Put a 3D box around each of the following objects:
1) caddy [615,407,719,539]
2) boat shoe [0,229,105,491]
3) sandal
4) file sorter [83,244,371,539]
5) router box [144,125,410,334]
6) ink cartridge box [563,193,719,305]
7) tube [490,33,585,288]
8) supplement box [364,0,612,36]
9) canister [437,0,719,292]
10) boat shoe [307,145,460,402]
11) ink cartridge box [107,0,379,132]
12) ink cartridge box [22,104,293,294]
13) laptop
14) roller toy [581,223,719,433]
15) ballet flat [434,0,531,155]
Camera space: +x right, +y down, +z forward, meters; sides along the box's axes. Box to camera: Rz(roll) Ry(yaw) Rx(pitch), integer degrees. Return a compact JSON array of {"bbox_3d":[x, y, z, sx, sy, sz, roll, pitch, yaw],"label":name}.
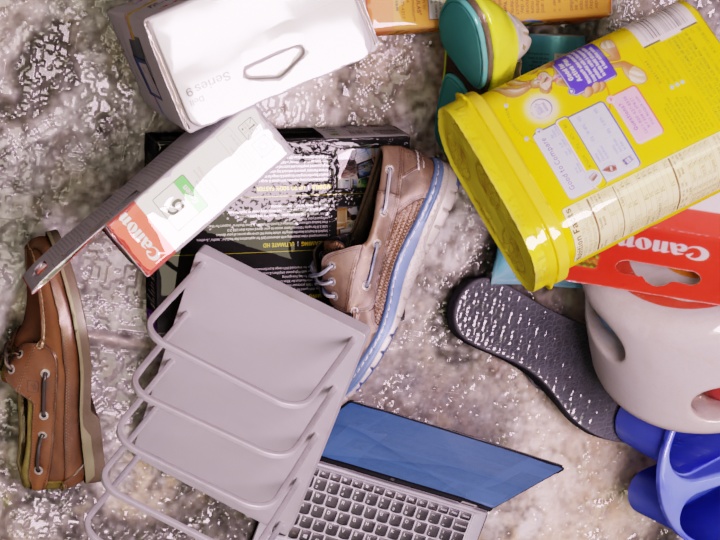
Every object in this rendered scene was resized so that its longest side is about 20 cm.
[{"bbox_3d":[0.305,0.139,1.481,0.199,0.105,0.142,-23,111,-27],"label":"caddy"},{"bbox_3d":[-0.237,0.072,1.357,0.068,0.072,0.201,-10,103,-13],"label":"boat shoe"},{"bbox_3d":[0.157,0.067,1.485,0.200,0.043,0.076,37,81,-14],"label":"sandal"},{"bbox_3d":[-0.103,0.115,1.315,0.138,0.125,0.201,26,122,7],"label":"file sorter"},{"bbox_3d":[-0.064,-0.033,1.393,0.199,0.051,0.150,-2,104,-15],"label":"router box"},{"bbox_3d":[0.233,-0.068,1.349,0.161,0.200,0.050,10,137,12],"label":"ink cartridge box"},{"bbox_3d":[0.147,-0.086,1.434,0.077,0.050,0.201,3,97,-1],"label":"tube"},{"bbox_3d":[0.090,-0.217,1.387,0.199,0.067,0.069,-7,95,-13],"label":"supplement box"},{"bbox_3d":[0.177,-0.093,1.305,0.199,0.087,0.149,-26,69,-8],"label":"canister"},{"bbox_3d":[0.000,0.000,1.360,0.072,0.072,0.201,25,88,-16],"label":"boat shoe"},{"bbox_3d":[-0.087,-0.170,1.280,0.145,0.200,0.088,-25,107,-9],"label":"ink cartridge box"},{"bbox_3d":[-0.145,-0.040,1.280,0.200,0.109,0.050,-42,104,-6],"label":"ink cartridge box"},{"bbox_3d":[0.027,0.205,1.435,0.187,0.116,0.201,19,96,-17],"label":"laptop"},{"bbox_3d":[0.265,0.020,1.395,0.183,0.199,0.140,-54,146,-34],"label":"roller toy"},{"bbox_3d":[0.094,-0.155,1.359,0.067,0.200,0.067,-30,65,-17],"label":"ballet flat"}]
